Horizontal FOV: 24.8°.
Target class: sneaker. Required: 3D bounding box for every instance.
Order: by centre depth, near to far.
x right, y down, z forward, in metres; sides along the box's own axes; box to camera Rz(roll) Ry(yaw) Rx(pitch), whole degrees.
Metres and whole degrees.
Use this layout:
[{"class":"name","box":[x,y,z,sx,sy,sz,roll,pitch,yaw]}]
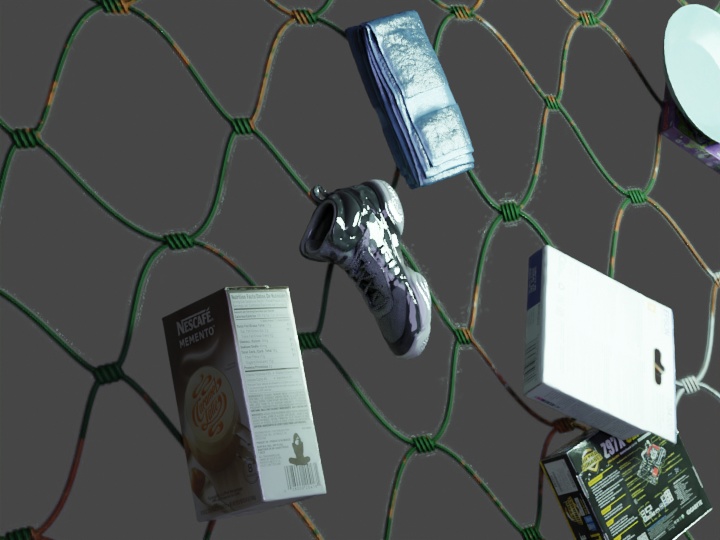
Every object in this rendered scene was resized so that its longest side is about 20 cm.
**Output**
[{"class":"sneaker","box":[0.000,0.000,1.710,0.114,0.075,0.200,-1,69,-41]}]

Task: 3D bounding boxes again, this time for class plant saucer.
[{"class":"plant saucer","box":[0.463,-0.257,2.199,0.201,0.039,0.201,15,65,-35]}]

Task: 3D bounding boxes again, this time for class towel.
[{"class":"towel","box":[0.062,-0.197,1.852,0.112,0.049,0.200,-23,90,-44]}]

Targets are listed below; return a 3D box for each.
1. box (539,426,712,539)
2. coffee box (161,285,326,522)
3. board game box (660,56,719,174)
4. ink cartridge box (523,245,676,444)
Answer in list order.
[{"class":"box","box":[0.313,0.251,1.909,0.200,0.049,0.160,-26,90,-43]},{"class":"coffee box","box":[-0.111,0.125,1.537,0.080,0.114,0.200,-1,74,-41]},{"class":"board game box","box":[0.491,-0.195,2.242,0.200,0.032,0.120,30,53,-29]},{"class":"ink cartridge box","box":[0.280,0.093,1.908,0.200,0.043,0.197,27,48,-24]}]
